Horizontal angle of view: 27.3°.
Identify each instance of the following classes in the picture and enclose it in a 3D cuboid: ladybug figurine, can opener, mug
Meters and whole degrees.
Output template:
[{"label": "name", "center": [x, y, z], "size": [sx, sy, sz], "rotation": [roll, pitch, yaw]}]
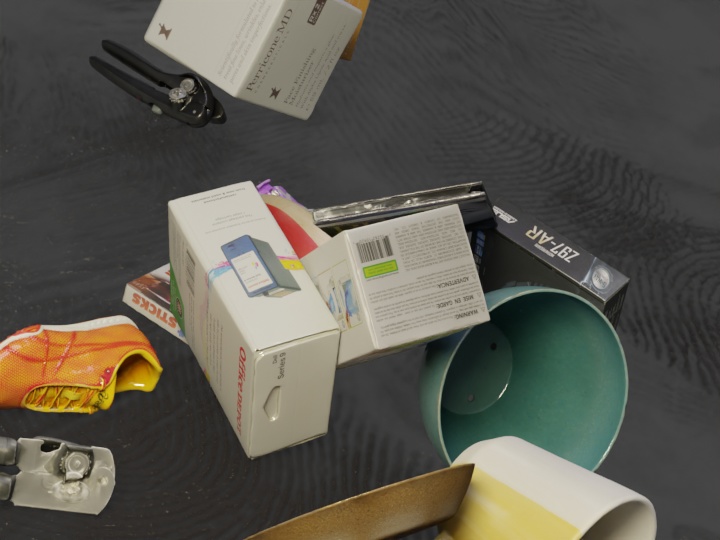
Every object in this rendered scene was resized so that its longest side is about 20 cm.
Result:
[{"label": "ladybug figurine", "center": [-0.075, 0.005, 1.469], "size": [0.072, 0.137, 0.199], "rotation": [-25, 44, -38]}, {"label": "can opener", "center": [-0.292, 0.154, 1.171], "size": [0.197, 0.054, 0.067], "rotation": [10, -3, -17]}, {"label": "can opener", "center": [-0.260, -0.230, 1.850], "size": [0.198, 0.079, 0.064], "rotation": [27, 67, 18]}, {"label": "mug", "center": [0.131, 0.215, 1.224], "size": [0.153, 0.151, 0.185], "rotation": [33, 19, 38]}]

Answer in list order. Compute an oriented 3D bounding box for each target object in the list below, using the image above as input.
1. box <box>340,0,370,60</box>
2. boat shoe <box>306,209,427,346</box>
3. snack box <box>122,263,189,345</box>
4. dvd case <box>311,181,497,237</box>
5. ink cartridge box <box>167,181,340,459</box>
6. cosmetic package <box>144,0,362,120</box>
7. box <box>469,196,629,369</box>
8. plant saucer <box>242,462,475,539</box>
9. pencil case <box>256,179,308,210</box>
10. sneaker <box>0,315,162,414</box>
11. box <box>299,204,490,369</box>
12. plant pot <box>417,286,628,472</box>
[{"label": "box", "center": [-0.092, -0.405, 2.175], "size": [0.197, 0.126, 0.098], "rotation": [12, 29, -13]}, {"label": "boat shoe", "center": [0.000, 0.000, 1.496], "size": [0.199, 0.074, 0.067], "rotation": [34, 4, 17]}, {"label": "snack box", "center": [-0.135, 0.059, 1.445], "size": [0.199, 0.025, 0.072], "rotation": [31, 30, 20]}, {"label": "dvd case", "center": [0.045, -0.045, 1.330], "size": [0.147, 0.016, 0.200], "rotation": [-9, -8, 8]}, {"label": "ink cartridge box", "center": [-0.100, 0.043, 1.329], "size": [0.087, 0.146, 0.201], "rotation": [-15, 48, -20]}, {"label": "cosmetic package", "center": [-0.134, -0.313, 1.890], "size": [0.164, 0.166, 0.199], "rotation": [33, 12, 23]}, {"label": "box", "center": [0.175, 0.047, 1.477], "size": [0.160, 0.201, 0.043], "rotation": [35, 52, 25]}, {"label": "plant saucer", "center": [0.002, 0.199, 1.158], "size": [0.199, 0.200, 0.036], "rotation": [-8, 74, -41]}, {"label": "pencil case", "center": [-0.035, -0.020, 1.584], "size": [0.199, 0.086, 0.084], "rotation": [29, 36, 15]}, {"label": "sneaker", "center": [-0.253, 0.089, 1.272], "size": [0.199, 0.073, 0.077], "rotation": [-15, 53, -43]}, {"label": "box", "center": [0.015, 0.022, 1.298], "size": [0.111, 0.200, 0.103], "rotation": [-14, 84, -22]}, {"label": "plant pot", "center": [0.132, 0.104, 1.391], "size": [0.198, 0.203, 0.135], "rotation": [5, 8, -25]}]
